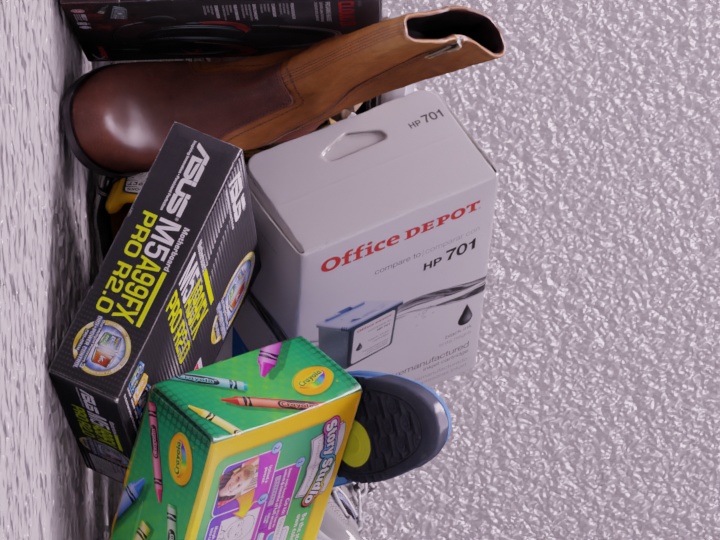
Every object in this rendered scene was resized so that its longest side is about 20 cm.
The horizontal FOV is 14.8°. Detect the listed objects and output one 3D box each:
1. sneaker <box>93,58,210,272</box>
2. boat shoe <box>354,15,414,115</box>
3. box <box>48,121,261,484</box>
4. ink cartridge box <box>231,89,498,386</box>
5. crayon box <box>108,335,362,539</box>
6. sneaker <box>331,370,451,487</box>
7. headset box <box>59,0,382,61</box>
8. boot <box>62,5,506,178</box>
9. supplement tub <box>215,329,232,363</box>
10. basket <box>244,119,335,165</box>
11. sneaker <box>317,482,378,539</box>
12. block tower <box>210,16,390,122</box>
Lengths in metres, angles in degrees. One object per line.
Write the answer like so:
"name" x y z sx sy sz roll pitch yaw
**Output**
"sneaker" -0.126 -0.063 1.712 0.082 0.078 0.201 41 48 -87
"boat shoe" 0.007 -0.127 1.836 0.200 0.056 0.069 -91 -177 -75
"box" -0.113 0.026 1.584 0.200 0.044 0.161 88 27 -70
"ink cartridge box" 0.000 0.000 1.757 0.086 0.146 0.200 55 -23 31
"crayon box" -0.081 0.144 1.597 0.058 0.119 0.200 38 -53 31
"sneaker" -0.005 0.093 1.644 0.200 0.078 0.066 -19 -93 49
"headset box" -0.067 -0.173 1.594 0.149 0.199 0.075 91 -3 -82
"boot" -0.044 -0.102 1.565 0.188 0.200 0.069 3 77 -50
"supplement tub" -0.089 0.027 1.951 0.200 0.145 0.145 -84 173 -81
"basket" -0.088 -0.099 1.894 0.200 0.142 0.149 -95 178 -56
"sneaker" -0.023 0.136 1.836 0.075 0.082 0.200 61 0 -28
"block tower" -0.074 -0.161 1.741 0.058 0.200 0.054 -51 157 -28
